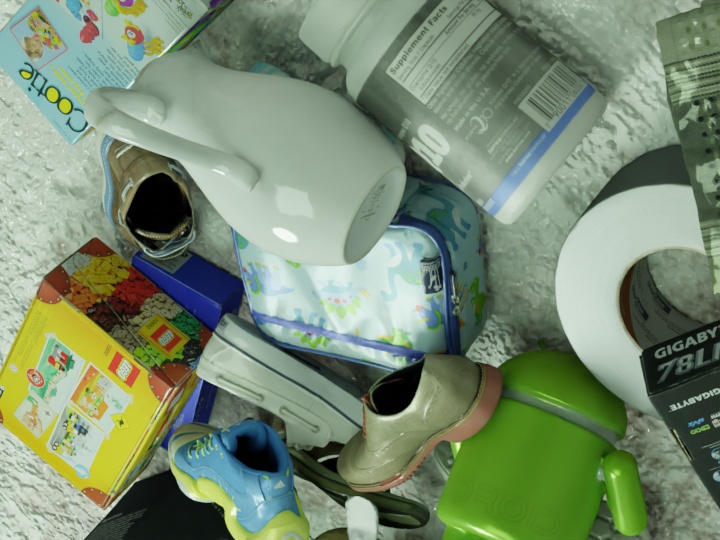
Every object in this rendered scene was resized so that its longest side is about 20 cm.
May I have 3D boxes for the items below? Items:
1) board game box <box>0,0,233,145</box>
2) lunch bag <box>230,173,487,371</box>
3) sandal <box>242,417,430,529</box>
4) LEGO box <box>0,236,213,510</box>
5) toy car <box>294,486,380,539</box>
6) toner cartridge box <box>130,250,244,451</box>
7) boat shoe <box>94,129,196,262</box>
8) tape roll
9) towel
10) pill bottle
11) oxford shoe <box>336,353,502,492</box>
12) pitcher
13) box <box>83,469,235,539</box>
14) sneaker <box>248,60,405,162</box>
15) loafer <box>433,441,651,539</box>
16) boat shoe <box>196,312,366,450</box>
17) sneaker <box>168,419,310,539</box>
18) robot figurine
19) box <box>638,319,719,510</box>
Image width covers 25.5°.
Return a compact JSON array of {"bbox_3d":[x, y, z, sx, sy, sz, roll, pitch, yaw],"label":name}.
[{"bbox_3d":[-0.177,-0.203,1.214,0.105,0.103,0.200,49,132,-7],"label":"board game box"},{"bbox_3d":[0.000,0.000,1.258,0.199,0.083,0.162,13,130,25],"label":"lunch bag"},{"bbox_3d":[-0.023,0.167,1.395,0.200,0.058,0.080,26,167,29],"label":"sandal"},{"bbox_3d":[-0.231,0.094,1.406,0.149,0.077,0.200,39,132,5],"label":"LEGO box"},{"bbox_3d":[0.006,0.261,1.369,0.164,0.158,0.201,0,124,42],"label":"toy car"},{"bbox_3d":[-0.171,0.071,1.436,0.095,0.043,0.201,30,131,13],"label":"toner cartridge box"},{"bbox_3d":[-0.169,-0.050,1.283,0.200,0.072,0.073,77,168,-63],"label":"boat shoe"},{"bbox_3d":[0.241,0.014,1.127,0.199,0.066,0.201,15,126,22],"label":"tape roll"},{"bbox_3d":[0.295,-0.092,0.997,0.199,0.034,0.194,-12,92,27],"label":"towel"},{"bbox_3d":[0.062,-0.135,1.104,0.200,0.114,0.114,40,132,3],"label":"pill bottle"},{"bbox_3d":[0.027,0.111,1.236,0.074,0.071,0.200,25,139,-20],"label":"oxford shoe"},{"bbox_3d":[-0.081,-0.081,1.114,0.199,0.171,0.122,31,114,17],"label":"pitcher"},{"bbox_3d":[-0.177,0.320,1.500,0.117,0.200,0.197,-26,105,41],"label":"box"},{"bbox_3d":[-0.061,-0.116,1.222,0.199,0.074,0.082,9,127,26],"label":"sneaker"},{"bbox_3d":[0.147,0.194,1.304,0.199,0.070,0.070,31,162,26],"label":"loafer"},{"bbox_3d":[-0.047,0.115,1.337,0.199,0.071,0.070,32,96,-13],"label":"boat shoe"},{"bbox_3d":[-0.102,0.155,1.338,0.200,0.075,0.106,34,133,47],"label":"sneaker"},{"bbox_3d":[0.131,0.150,1.214,0.175,0.201,0.116,14,166,40],"label":"robot figurine"},{"bbox_3d":[0.317,0.096,1.067,0.199,0.050,0.199,-25,127,19],"label":"box"}]
